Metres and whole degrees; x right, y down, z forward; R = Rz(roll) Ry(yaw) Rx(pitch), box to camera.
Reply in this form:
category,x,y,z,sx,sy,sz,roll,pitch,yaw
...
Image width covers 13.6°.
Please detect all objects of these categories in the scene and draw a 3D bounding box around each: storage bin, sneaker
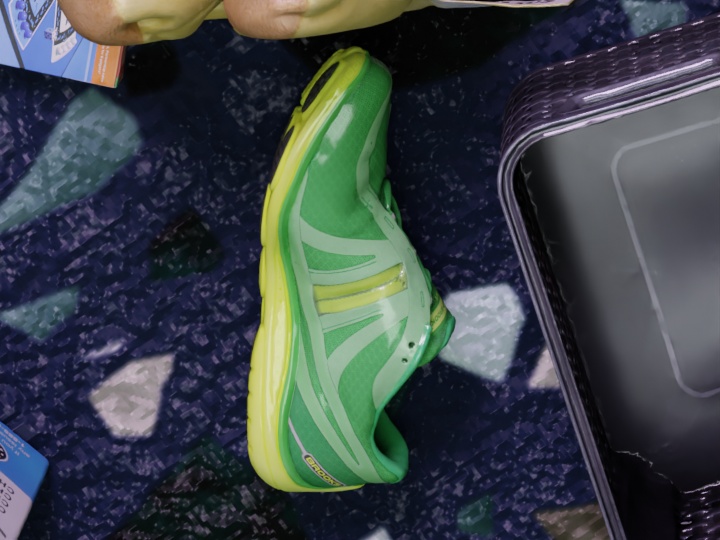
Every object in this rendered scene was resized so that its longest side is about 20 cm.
category,x,y,z,sx,sy,sz,roll,pitch,yaw
storage bin,0.144,0.009,1.215,0.134,0.094,0.201,-16,107,9
sneaker,0.000,0.000,1.236,0.083,0.074,0.201,7,118,5

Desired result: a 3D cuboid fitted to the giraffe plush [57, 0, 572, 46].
category,x,y,z,sx,sy,sz,roll,pitch,yaw
giraffe plush,-0.022,-0.176,1.141,0.198,0.173,0.163,-4,99,-1

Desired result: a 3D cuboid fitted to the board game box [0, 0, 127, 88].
category,x,y,z,sx,sy,sz,roll,pitch,yaw
board game box,-0.130,-0.181,1.212,0.102,0.019,0.201,12,109,2

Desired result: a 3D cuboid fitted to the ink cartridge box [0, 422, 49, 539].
category,x,y,z,sx,sy,sz,roll,pitch,yaw
ink cartridge box,-0.238,0.121,1.225,0.147,0.200,0.145,40,107,-9
